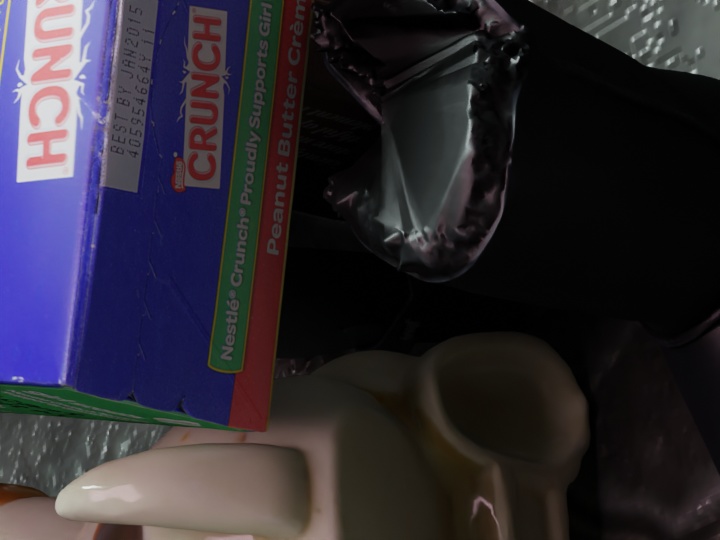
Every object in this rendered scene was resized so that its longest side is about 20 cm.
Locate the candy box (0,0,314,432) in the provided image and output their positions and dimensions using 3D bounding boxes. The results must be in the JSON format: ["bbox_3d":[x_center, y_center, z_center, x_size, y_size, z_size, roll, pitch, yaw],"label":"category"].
[{"bbox_3d":[-0.107,-0.048,0.796,0.200,0.077,0.169,2,82,46],"label":"candy box"}]

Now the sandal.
[{"bbox_3d":[0.000,0.001,0.897,0.076,0.043,0.200,54,149,-9],"label":"sandal"}]

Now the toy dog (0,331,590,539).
[{"bbox_3d":[-0.049,0.109,0.851,0.200,0.194,0.140,-21,73,35],"label":"toy dog"}]

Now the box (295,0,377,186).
[{"bbox_3d":[-0.086,-0.127,0.970,0.164,0.166,0.200,-23,64,42],"label":"box"}]

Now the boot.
[{"bbox_3d":[0.075,0.014,0.746,0.076,0.168,0.200,-42,51,31],"label":"boot"}]
